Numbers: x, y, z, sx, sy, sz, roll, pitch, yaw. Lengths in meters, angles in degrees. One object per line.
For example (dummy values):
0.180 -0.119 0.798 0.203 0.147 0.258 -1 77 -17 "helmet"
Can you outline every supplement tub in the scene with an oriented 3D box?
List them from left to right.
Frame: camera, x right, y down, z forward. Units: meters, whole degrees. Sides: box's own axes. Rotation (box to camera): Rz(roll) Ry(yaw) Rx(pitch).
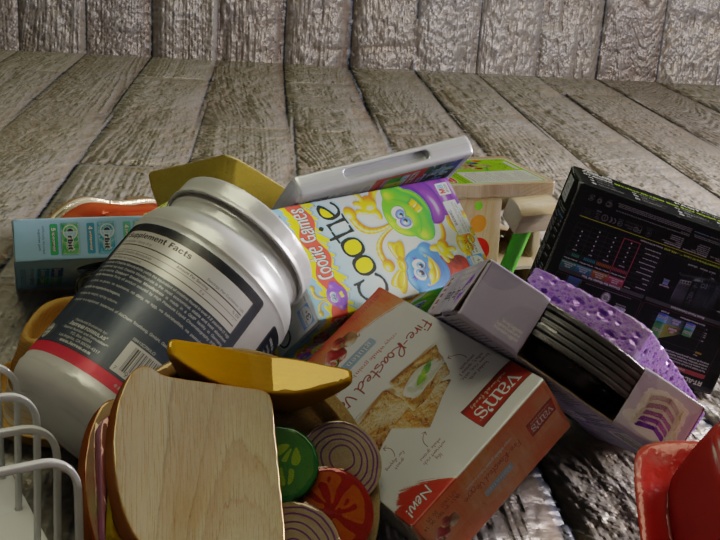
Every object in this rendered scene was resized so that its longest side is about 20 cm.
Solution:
-0.139 0.046 0.782 0.139 0.141 0.201 16 57 34 "supplement tub"

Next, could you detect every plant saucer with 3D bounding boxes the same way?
-0.116 -0.046 1.154 0.199 0.049 0.199 31 -18 -30 "plant saucer"

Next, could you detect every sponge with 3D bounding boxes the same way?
0.208 0.070 0.876 0.111 0.030 0.200 30 -8 37 "sponge"

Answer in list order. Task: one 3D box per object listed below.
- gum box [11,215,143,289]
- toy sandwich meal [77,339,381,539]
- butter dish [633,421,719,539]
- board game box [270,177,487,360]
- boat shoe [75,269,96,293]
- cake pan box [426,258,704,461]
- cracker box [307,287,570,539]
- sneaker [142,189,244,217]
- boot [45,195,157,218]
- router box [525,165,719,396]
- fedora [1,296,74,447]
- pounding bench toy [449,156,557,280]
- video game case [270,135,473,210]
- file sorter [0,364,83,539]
-0.252 -0.018 1.102 0.197 0.045 0.170 -4 -9 -18 "gum box"
-0.070 0.121 0.657 0.202 0.070 0.208 13 55 -19 "toy sandwich meal"
0.267 0.149 0.603 0.196 0.149 0.202 4 44 3 "butter dish"
0.000 0.000 0.945 0.198 0.106 0.103 -14 -19 -37 "board game box"
-0.199 0.039 1.010 0.198 0.073 0.070 7 0 44 "boat shoe"
0.142 0.066 0.808 0.183 0.053 0.200 33 -4 1 "cake pan box"
0.035 0.105 0.785 0.134 0.058 0.199 -45 38 -14 "cracker box"
-0.167 -0.018 0.963 0.075 0.077 0.200 8 23 16 "sneaker"
-0.272 -0.039 1.234 0.106 0.076 0.199 23 25 34 "boot"
0.259 0.010 0.992 0.197 0.152 0.062 19 20 -4 "router box"
-0.227 0.072 0.892 0.197 0.083 0.201 3 19 -1 "fedora"
0.128 -0.018 1.107 0.122 0.158 0.200 -3 18 -18 "pounding bench toy"
-0.013 -0.054 0.999 0.180 0.023 0.200 -17 -15 -28 "video game case"
-0.254 0.136 0.639 0.137 0.126 0.199 -7 21 -31 "file sorter"
